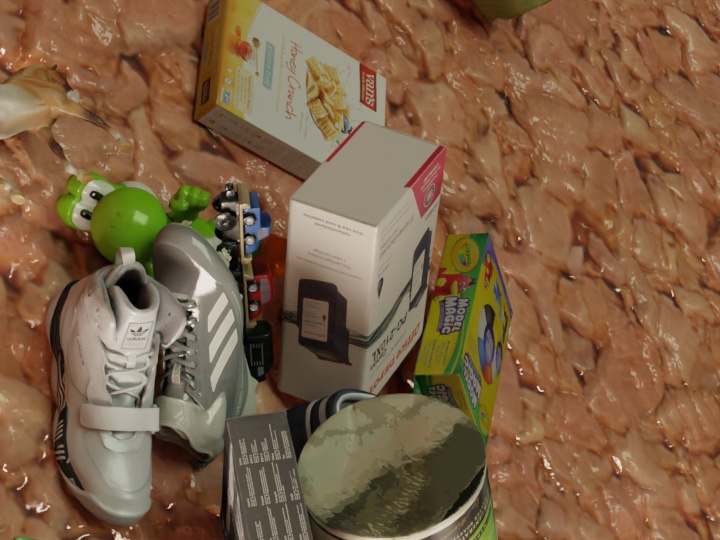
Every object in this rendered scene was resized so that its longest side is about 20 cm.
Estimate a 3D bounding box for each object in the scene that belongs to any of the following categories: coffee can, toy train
[{"bbox_3d":[0.037,0.217,1.437,0.147,0.146,0.201,-67,155,-44],"label":"coffee can"},{"bbox_3d":[-0.091,0.013,1.480,0.046,0.201,0.034,-5,39,-5],"label":"toy train"}]

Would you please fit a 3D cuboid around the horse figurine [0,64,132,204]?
[{"bbox_3d":[-0.277,-0.110,1.443,0.200,0.050,0.133,-24,59,-41],"label":"horse figurine"}]

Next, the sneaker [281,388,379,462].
[{"bbox_3d":[0.018,0.178,1.539,0.200,0.108,0.070,44,43,-18],"label":"sneaker"}]

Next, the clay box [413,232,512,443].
[{"bbox_3d":[0.094,0.077,1.688,0.115,0.047,0.201,69,26,-44],"label":"clay box"}]

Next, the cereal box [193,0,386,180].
[{"bbox_3d":[-0.061,-0.161,1.718,0.199,0.039,0.145,27,50,-33],"label":"cereal box"}]

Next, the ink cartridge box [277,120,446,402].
[{"bbox_3d":[0.000,0.000,1.557,0.084,0.201,0.145,19,38,18],"label":"ink cartridge box"}]

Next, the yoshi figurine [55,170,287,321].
[{"bbox_3d":[-0.150,-0.017,1.492,0.199,0.112,0.113,24,58,-30],"label":"yoshi figurine"}]

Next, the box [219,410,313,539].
[{"bbox_3d":[-0.063,0.230,1.367,0.049,0.158,0.201,-7,58,-11],"label":"box"}]

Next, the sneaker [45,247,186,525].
[{"bbox_3d":[-0.181,0.083,1.383,0.075,0.115,0.201,2,64,-32],"label":"sneaker"}]

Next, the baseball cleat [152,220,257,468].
[{"bbox_3d":[-0.131,0.065,1.437,0.107,0.069,0.201,-50,134,-43],"label":"baseball cleat"}]

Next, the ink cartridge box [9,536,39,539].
[{"bbox_3d":[-0.178,0.281,1.296,0.199,0.084,0.146,18,55,-38],"label":"ink cartridge box"}]

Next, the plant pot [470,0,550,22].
[{"bbox_3d":[0.149,-0.375,1.967,0.185,0.200,0.201,59,39,-18],"label":"plant pot"}]
